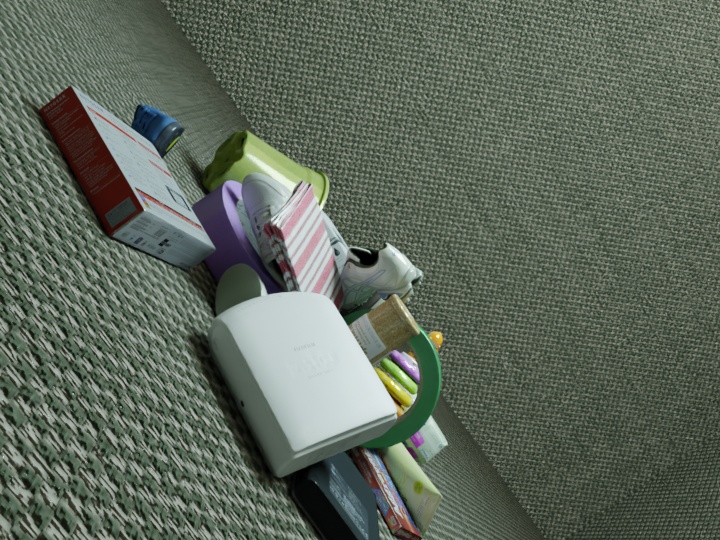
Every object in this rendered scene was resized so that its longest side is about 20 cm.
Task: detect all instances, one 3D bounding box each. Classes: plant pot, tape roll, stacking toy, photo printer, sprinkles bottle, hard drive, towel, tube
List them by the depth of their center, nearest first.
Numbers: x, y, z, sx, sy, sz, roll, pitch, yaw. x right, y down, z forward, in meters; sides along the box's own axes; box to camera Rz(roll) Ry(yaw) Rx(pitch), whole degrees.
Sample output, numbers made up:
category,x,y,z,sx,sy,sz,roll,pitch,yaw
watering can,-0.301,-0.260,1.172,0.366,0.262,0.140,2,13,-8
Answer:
category,x,y,z,sx,sy,sz,roll,pitch,yaw
photo printer,-0.070,0.114,0.886,0.165,0.070,0.201,-11,58,-39
hard drive,-0.026,0.267,0.936,0.140,0.033,0.200,55,4,-7
towel,-0.073,-0.006,1.086,0.147,0.029,0.203,-62,141,-58
sprinkles bottle,-0.014,0.115,1.104,0.069,0.199,0.068,55,4,-6
tape roll,0.022,0.159,1.169,0.202,0.199,0.048,55,4,8
tape roll,-0.172,-0.035,1.199,0.201,0.065,0.201,54,15,-22
stacking toy,0.061,0.173,1.262,0.109,0.200,0.116,40,-4,25
tube,0.070,0.327,1.268,0.200,0.051,0.059,50,-15,51
plant pot,-0.192,-0.160,1.493,0.184,0.200,0.201,39,11,-30

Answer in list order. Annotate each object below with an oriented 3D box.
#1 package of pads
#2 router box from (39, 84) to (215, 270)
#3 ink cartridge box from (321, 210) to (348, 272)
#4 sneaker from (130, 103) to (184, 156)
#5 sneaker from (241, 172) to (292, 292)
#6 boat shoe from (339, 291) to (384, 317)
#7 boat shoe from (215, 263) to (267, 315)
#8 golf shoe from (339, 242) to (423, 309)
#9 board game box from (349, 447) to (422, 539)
category,x,y,z,sx,sy,sz,roll,pitch,yaw
package of pads,0.063,0.260,1.417,0.156,0.068,0.200,56,-17,-1
router box,-0.270,-0.102,0.938,0.181,0.049,0.200,56,4,16
ink cartridge box,-0.091,-0.011,1.594,0.201,0.146,0.086,57,7,29
sneaker,-0.303,-0.203,1.135,0.078,0.066,0.200,46,-6,-15
sneaker,-0.118,-0.054,1.135,0.202,0.074,0.100,61,14,5
boat shoe,-0.023,0.090,1.256,0.060,0.200,0.072,51,21,23
boat shoe,-0.131,0.083,1.003,0.202,0.069,0.072,65,5,35
golf shoe,0.000,0.000,1.182,0.098,0.198,0.079,53,49,-24
board game box,0.027,0.321,1.215,0.201,0.019,0.103,58,6,34
